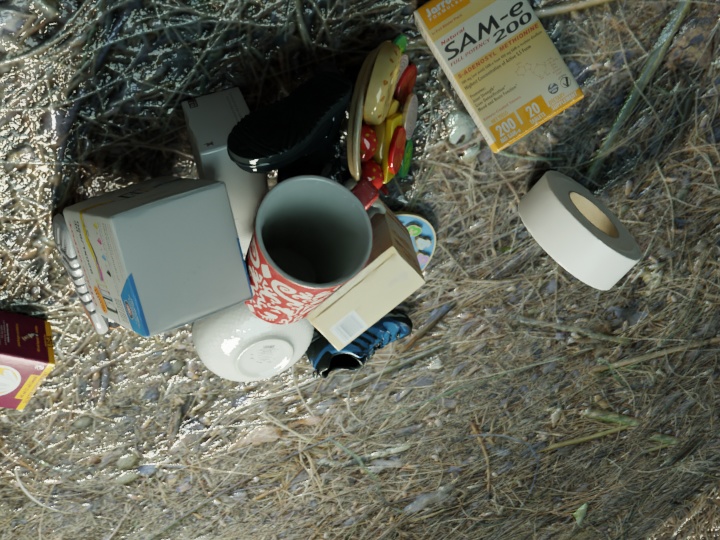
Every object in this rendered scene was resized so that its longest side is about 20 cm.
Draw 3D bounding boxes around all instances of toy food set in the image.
[{"bbox_3d":[0.032,-0.196,1.127,0.048,0.198,0.201,11,111,15],"label":"toy food set"}]

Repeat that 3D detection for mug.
[{"bbox_3d":[-0.058,-0.016,1.072,0.176,0.134,0.200,-13,165,-21],"label":"mug"}]

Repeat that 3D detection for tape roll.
[{"bbox_3d":[0.345,-0.066,1.402,0.202,0.203,0.071,17,125,-39],"label":"tape roll"}]

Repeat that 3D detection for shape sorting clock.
[{"bbox_3d":[0.031,-0.016,1.414,0.199,0.039,0.201,-14,139,-13],"label":"shape sorting clock"}]

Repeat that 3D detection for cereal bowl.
[{"bbox_3d":[-0.164,0.111,1.417,0.199,0.084,0.201,-14,139,-12],"label":"cereal bowl"}]

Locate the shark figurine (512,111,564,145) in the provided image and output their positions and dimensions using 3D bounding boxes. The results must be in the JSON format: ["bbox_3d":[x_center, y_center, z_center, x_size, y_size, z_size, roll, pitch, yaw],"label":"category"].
[{"bbox_3d":[0.252,-0.258,1.235,0.127,0.090,0.215,-25,142,-3],"label":"shark figurine"}]

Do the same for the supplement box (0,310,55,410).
[{"bbox_3d":[-0.539,0.113,1.219,0.199,0.086,0.110,19,124,-40],"label":"supplement box"}]

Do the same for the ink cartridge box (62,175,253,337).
[{"bbox_3d":[-0.250,-0.024,1.081,0.144,0.200,0.148,-22,107,-29],"label":"ink cartridge box"}]

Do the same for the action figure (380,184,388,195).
[{"bbox_3d":[-0.051,-0.084,1.256,0.199,0.099,0.065,-19,137,-4],"label":"action figure"}]

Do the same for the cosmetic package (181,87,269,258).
[{"bbox_3d":[-0.166,-0.119,1.145,0.081,0.113,0.201,-16,141,-12],"label":"cosmetic package"}]

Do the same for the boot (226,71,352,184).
[{"bbox_3d":[-0.081,-0.124,1.061,0.200,0.076,0.169,-46,155,-39],"label":"boot"}]

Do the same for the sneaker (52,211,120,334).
[{"bbox_3d":[-0.341,-0.013,1.208,0.112,0.078,0.201,-28,138,-20],"label":"sneaker"}]

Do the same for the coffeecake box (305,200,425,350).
[{"bbox_3d":[0.000,0.000,1.250,0.153,0.200,0.073,-39,110,12],"label":"coffeecake box"}]

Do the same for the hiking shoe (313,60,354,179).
[{"bbox_3d":[-0.047,-0.181,1.167,0.100,0.076,0.201,-23,141,-8],"label":"hiking shoe"}]

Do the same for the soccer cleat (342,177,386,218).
[{"bbox_3d":[-0.044,-0.032,1.193,0.201,0.086,0.070,-55,145,8],"label":"soccer cleat"}]

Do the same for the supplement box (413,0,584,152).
[{"bbox_3d":[0.169,-0.264,1.099,0.126,0.201,0.074,-32,-178,7],"label":"supplement box"}]

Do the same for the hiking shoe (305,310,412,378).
[{"bbox_3d":[0.003,0.133,1.523,0.199,0.087,0.075,-16,139,-12],"label":"hiking shoe"}]
